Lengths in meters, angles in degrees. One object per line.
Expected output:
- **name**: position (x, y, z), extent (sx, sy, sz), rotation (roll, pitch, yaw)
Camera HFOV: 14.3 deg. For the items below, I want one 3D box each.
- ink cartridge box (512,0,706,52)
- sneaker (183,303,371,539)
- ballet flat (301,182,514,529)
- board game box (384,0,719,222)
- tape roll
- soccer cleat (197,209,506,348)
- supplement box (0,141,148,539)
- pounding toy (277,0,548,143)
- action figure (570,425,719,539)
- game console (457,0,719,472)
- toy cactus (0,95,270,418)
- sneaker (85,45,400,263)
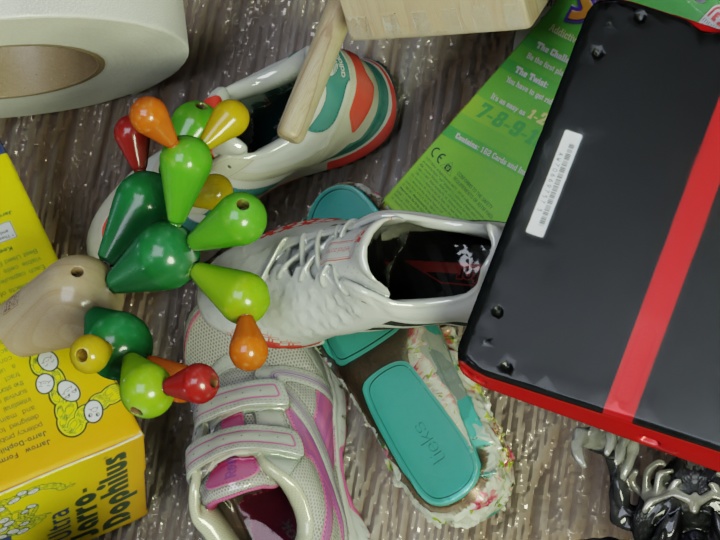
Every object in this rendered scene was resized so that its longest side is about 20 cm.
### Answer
- **ink cartridge box**: position (0.171, -0.103, 1.465), extent (0.196, 0.043, 0.201), rotation (4, 81, 27)
- **sneaker**: position (-0.050, 0.096, 1.497), extent (0.081, 0.088, 0.201), rotation (-28, 67, 18)
- **ballet flat**: position (0.024, 0.048, 1.487), extent (0.075, 0.064, 0.200), rotation (-29, 65, 16)
- **board game box**: position (0.109, -0.077, 1.451), extent (0.200, 0.030, 0.096), rotation (-50, 61, 13)
- **tape roll**: position (-0.193, -0.124, 1.557), extent (0.202, 0.203, 0.037), rotation (-12, 77, 23)
- **soccer cleat**: position (0.000, 0.000, 1.427), extent (0.199, 0.085, 0.069), rotation (-1, 74, 26)
- **supplement box**: position (-0.203, 0.048, 1.551), extent (0.109, 0.109, 0.200), rotation (-22, 66, -13)
- **pounding toy**: position (0.029, -0.196, 1.453), extent (0.142, 0.201, 0.184), rotation (-2, 32, 26)
- **action figure**: position (0.159, 0.082, 1.377), extent (0.118, 0.102, 0.201), rotation (1, 91, 9)
- **game console**: position (0.158, -0.015, 1.340), extent (0.176, 0.031, 0.201), rotation (18, 78, 16)
- **toy cactus**: position (-0.120, 0.000, 1.437), extent (0.165, 0.102, 0.201), rotation (-25, 51, 31)
- **sneaker**: position (-0.079, -0.063, 1.547), extent (0.199, 0.093, 0.071), rotation (-30, 66, 16)
